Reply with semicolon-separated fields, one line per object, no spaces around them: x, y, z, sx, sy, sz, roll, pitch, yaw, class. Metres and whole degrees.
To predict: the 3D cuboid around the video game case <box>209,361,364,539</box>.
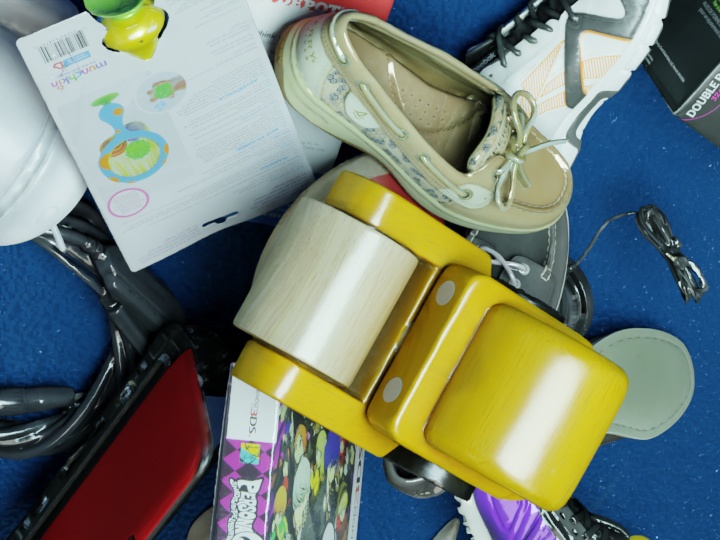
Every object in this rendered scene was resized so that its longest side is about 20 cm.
-0.041;0.144;1.393;0.036;0.200;0.182;5;89;15;video game case

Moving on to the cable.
-0.207;0.029;1.406;0.163;0.051;0.200;-36;129;15;cable

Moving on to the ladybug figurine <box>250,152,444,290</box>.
0.000;0.000;1.363;0.136;0.072;0.200;-50;165;-1;ladybug figurine

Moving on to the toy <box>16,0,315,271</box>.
-0.103;-0.091;1.254;0.115;0.047;0.200;-24;146;-2;toy

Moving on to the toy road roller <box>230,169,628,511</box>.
0.047;0.048;1.235;0.200;0.146;0.123;32;85;-35;toy road roller

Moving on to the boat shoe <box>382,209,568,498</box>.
0.067;0.038;1.353;0.067;0.057;0.201;23;91;13;boat shoe

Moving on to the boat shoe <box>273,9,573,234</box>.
0.046;-0.079;1.291;0.200;0.074;0.063;26;156;-29;boat shoe

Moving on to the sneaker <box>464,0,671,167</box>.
0.111;-0.127;1.369;0.080;0.074;0.200;19;116;-23;sneaker

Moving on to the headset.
0.109;0.032;1.433;0.200;0.123;0.094;-37;80;16;headset

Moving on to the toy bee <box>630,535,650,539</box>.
0.173;0.239;1.607;0.199;0.109;0.131;9;118;-21;toy bee

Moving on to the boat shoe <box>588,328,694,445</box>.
0.133;0.082;1.493;0.201;0.060;0.072;-14;91;-45;boat shoe

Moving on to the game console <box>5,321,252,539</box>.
-0.118;0.142;1.418;0.172;0.119;0.200;8;127;-53;game console

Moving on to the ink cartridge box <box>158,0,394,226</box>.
-0.057;-0.130;1.323;0.116;0.067;0.200;9;120;-21;ink cartridge box

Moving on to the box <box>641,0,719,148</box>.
0.275;-0.157;1.363;0.148;0.124;0.200;31;112;-30;box

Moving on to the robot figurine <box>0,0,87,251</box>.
-0.222;-0.087;1.277;0.200;0.113;0.170;32;101;-29;robot figurine

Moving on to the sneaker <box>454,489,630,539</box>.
0.123;0.167;1.526;0.099;0.070;0.201;-12;100;15;sneaker

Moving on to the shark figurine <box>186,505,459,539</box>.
-0.023;0.192;1.536;0.128;0.090;0.214;-43;121;16;shark figurine
